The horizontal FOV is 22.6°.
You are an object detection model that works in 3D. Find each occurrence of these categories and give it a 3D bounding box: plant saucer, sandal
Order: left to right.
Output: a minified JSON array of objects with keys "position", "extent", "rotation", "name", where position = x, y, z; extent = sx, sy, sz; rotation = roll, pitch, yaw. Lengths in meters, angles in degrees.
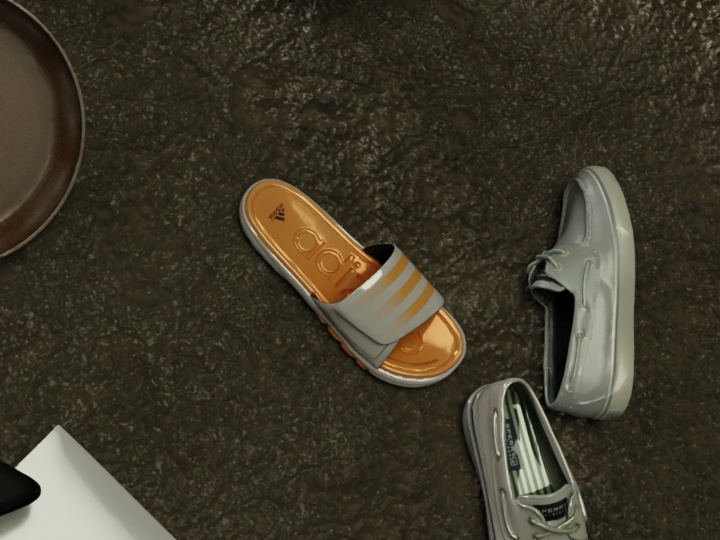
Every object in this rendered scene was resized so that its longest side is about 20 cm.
[{"position":[-0.292,-0.101,1.255],"extent":[0.198,0.032,0.202],"rotation":[-3,101,-15],"name":"plant saucer"},{"position":[-0.005,0.006,1.337],"extent":[0.206,0.059,0.079],"rotation":[41,65,-2],"name":"sandal"}]

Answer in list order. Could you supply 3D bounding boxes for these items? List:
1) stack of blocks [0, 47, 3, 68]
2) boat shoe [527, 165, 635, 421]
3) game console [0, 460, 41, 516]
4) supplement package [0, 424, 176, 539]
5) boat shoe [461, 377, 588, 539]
[{"position":[-0.356,-0.197,1.290],"extent":[0.198,0.059,0.116],"rotation":[5,71,-17],"name":"stack of blocks"},{"position":[0.166,0.014,1.385],"extent":[0.071,0.070,0.203],"rotation":[5,73,-20],"name":"boat shoe"},{"position":[-0.323,0.174,1.125],"extent":[0.116,0.199,0.177],"rotation":[26,85,-47],"name":"game console"},{"position":[-0.186,0.233,1.172],"extent":[0.200,0.111,0.156],"rotation":[45,65,0],"name":"supplement package"},{"position":[0.127,0.176,1.319],"extent":[0.073,0.067,0.202],"rotation":[-19,79,-23],"name":"boat shoe"}]
